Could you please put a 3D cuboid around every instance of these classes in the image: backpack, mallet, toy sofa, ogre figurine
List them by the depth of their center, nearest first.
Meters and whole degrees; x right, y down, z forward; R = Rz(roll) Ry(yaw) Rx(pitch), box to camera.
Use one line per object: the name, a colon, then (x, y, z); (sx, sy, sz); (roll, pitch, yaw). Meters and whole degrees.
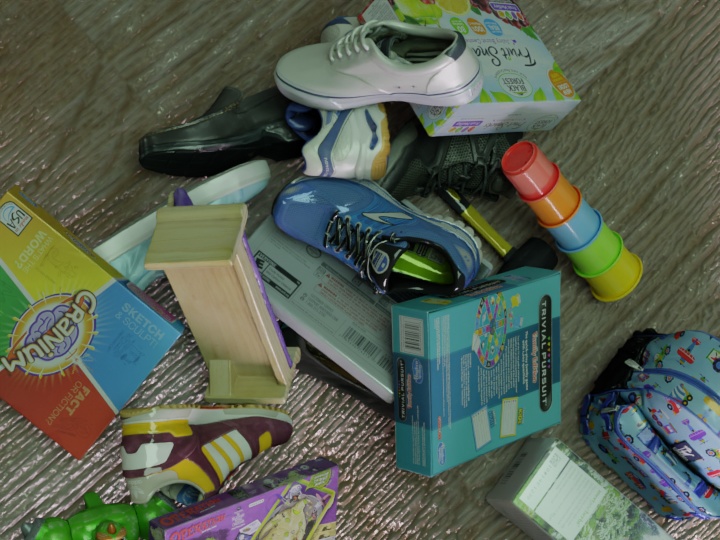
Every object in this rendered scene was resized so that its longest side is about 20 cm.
ogre figurine: (-0.228, 0.265, 1.470); (0.197, 0.098, 0.122); (-7, 102, -2)
toy sofa: (-0.116, 0.022, 1.471); (0.082, 0.201, 0.098); (-1, 46, 16)
backpack: (0.324, 0.146, 1.585); (0.183, 0.200, 0.135); (45, 73, -7)
mallet: (0.103, -0.048, 1.636); (0.199, 0.041, 0.066); (38, 71, -4)

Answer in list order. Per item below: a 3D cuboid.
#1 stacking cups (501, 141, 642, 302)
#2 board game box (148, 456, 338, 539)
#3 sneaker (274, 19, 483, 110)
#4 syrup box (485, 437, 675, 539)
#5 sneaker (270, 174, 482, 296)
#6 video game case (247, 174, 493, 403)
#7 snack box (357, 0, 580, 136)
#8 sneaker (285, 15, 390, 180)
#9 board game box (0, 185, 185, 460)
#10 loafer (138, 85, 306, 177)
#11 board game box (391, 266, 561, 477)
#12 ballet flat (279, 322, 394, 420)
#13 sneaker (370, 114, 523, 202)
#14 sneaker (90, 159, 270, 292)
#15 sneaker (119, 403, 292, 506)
stacking cups: (0.199, -0.049, 1.606); (0.200, 0.060, 0.061); (43, 71, -34)
board game box: (-0.102, 0.250, 1.475); (0.198, 0.032, 0.122); (-14, 119, -41)
sneaker: (0.011, -0.189, 1.460); (0.197, 0.071, 0.074); (1, 51, 22)
syrup box: (0.227, 0.254, 1.604); (0.200, 0.081, 0.079); (41, 76, -8)
sneaker: (0.014, -0.030, 1.498); (0.198, 0.089, 0.079); (18, 113, 2)
video game case: (0.000, 0.000, 1.559); (0.199, 0.023, 0.182); (37, 59, 6)
snack box: (0.106, -0.200, 1.577); (0.199, 0.053, 0.143); (-9, 63, -49)
sneaker: (-0.028, -0.166, 1.537); (0.087, 0.076, 0.201); (-3, 46, -8)
board game box: (-0.280, 0.047, 1.481); (0.199, 0.040, 0.153); (39, 96, -7)
loafer: (-0.121, -0.138, 1.570); (0.198, 0.073, 0.073); (-11, 76, -27)
board game box: (0.111, 0.090, 1.544); (0.199, 0.047, 0.153); (-14, 108, -46)
ballet flat: (0.015, 0.095, 1.569); (0.198, 0.068, 0.069); (21, 64, -13)
sneaker: (0.088, -0.100, 1.587); (0.114, 0.076, 0.199); (42, 51, 11)
sneaker: (-0.160, -0.029, 1.543); (0.199, 0.074, 0.083); (-31, 99, -9)
sneaker: (-0.138, 0.167, 1.487); (0.199, 0.074, 0.091); (6, 80, -47)
